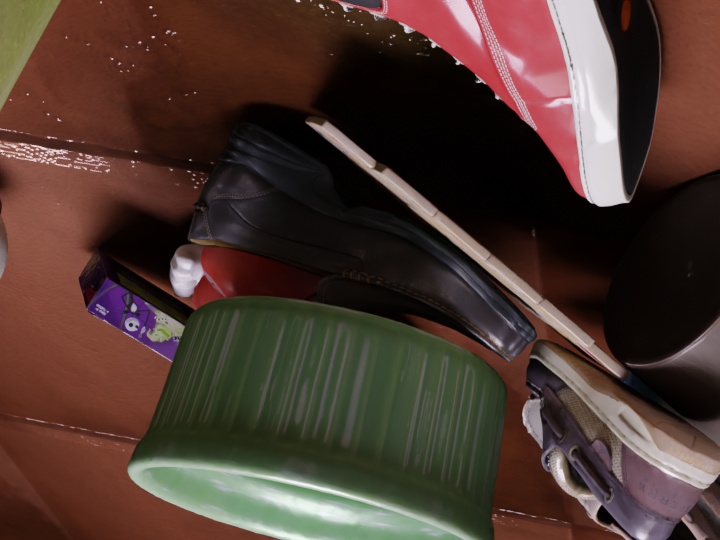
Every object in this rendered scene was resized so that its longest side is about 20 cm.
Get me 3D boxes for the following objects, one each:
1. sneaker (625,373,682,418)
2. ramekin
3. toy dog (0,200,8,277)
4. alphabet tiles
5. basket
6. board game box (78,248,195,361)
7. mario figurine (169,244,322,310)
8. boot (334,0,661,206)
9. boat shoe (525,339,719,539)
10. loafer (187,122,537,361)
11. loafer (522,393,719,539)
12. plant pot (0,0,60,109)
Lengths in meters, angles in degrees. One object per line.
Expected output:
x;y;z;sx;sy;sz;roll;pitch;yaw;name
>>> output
0.219;0.101;1.310;0.130;0.080;0.200;17;166;2;sneaker
-0.017;0.086;1.156;0.200;0.098;0.200;12;164;3;ramekin
-0.303;-0.042;1.281;0.194;0.140;0.200;-42;126;19;toy dog
0.052;-0.013;1.108;0.200;0.006;0.166;39;180;-8;alphabet tiles
0.236;0.047;1.119;0.200;0.136;0.180;33;139;-26;basket
-0.085;0.056;1.353;0.200;0.032;0.120;32;-174;-12;board game box
-0.046;0.040;1.297;0.123;0.106;0.200;-10;151;22;mario figurine
0.054;-0.106;0.973;0.144;0.072;0.200;5;146;23;boot
0.124;0.088;1.123;0.072;0.065;0.200;30;-178;-20;boat shoe
0.000;0.000;1.152;0.200;0.072;0.073;31;175;17;loafer
0.160;0.126;1.199;0.200;0.063;0.072;35;142;32;loafer
-0.216;-0.125;0.952;0.200;0.184;0.200;12;156;6;plant pot
